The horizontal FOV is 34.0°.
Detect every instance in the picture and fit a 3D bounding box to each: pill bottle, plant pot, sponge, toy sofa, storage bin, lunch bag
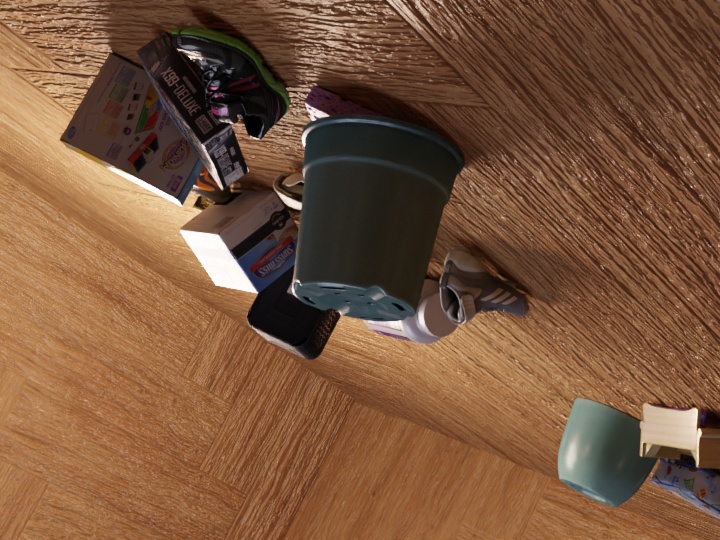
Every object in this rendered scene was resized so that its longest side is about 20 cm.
[{"bbox_3d":[0.090,0.067,2.070,0.112,0.113,0.200,34,167,-28],"label":"pill bottle"},{"bbox_3d":[0.485,0.372,2.350,0.200,0.162,0.201,27,168,6],"label":"plant pot"},{"bbox_3d":[0.000,-0.160,1.493,0.111,0.030,0.200,24,168,16],"label":"sponge"},{"bbox_3d":[0.561,0.280,2.011,0.082,0.098,0.200,5,175,-16],"label":"toy sofa"},{"bbox_3d":[-0.107,0.050,2.230,0.135,0.201,0.094,23,169,23],"label":"storage bin"},{"bbox_3d":[0.693,0.443,2.394,0.199,0.076,0.160,31,171,-20],"label":"lunch bag"},{"bbox_3d":[0.009,-0.053,1.390,0.199,0.197,0.200,11,164,3],"label":"plant pot"}]

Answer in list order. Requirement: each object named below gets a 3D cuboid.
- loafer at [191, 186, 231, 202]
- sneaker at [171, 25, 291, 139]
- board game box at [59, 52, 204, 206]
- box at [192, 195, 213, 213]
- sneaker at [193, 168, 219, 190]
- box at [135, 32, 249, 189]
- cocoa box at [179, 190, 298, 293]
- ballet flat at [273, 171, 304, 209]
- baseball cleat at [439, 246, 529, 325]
[{"bbox_3d":[-0.288,-0.170,2.048,0.075,0.069,0.200,26,-175,32],"label":"loafer"},{"bbox_3d":[-0.158,-0.227,1.432,0.076,0.084,0.200,17,164,42],"label":"sneaker"},{"bbox_3d":[-0.313,-0.206,1.719,0.199,0.154,0.040,27,170,7],"label":"board game box"},{"bbox_3d":[-0.215,-0.078,2.320,0.199,0.050,0.160,24,166,20],"label":"box"},{"bbox_3d":[-0.262,-0.181,1.901,0.112,0.078,0.200,20,166,39],"label":"sneaker"},{"bbox_3d":[-0.224,-0.210,1.594,0.158,0.050,0.200,54,173,12],"label":"box"},{"bbox_3d":[-0.207,-0.054,2.098,0.132,0.133,0.200,59,158,-20],"label":"cocoa box"},{"bbox_3d":[-0.059,-0.112,1.770,0.199,0.070,0.069,17,164,44],"label":"ballet flat"},{"bbox_3d":[0.178,0.045,1.772,0.070,0.107,0.200,7,159,48],"label":"baseball cleat"}]
